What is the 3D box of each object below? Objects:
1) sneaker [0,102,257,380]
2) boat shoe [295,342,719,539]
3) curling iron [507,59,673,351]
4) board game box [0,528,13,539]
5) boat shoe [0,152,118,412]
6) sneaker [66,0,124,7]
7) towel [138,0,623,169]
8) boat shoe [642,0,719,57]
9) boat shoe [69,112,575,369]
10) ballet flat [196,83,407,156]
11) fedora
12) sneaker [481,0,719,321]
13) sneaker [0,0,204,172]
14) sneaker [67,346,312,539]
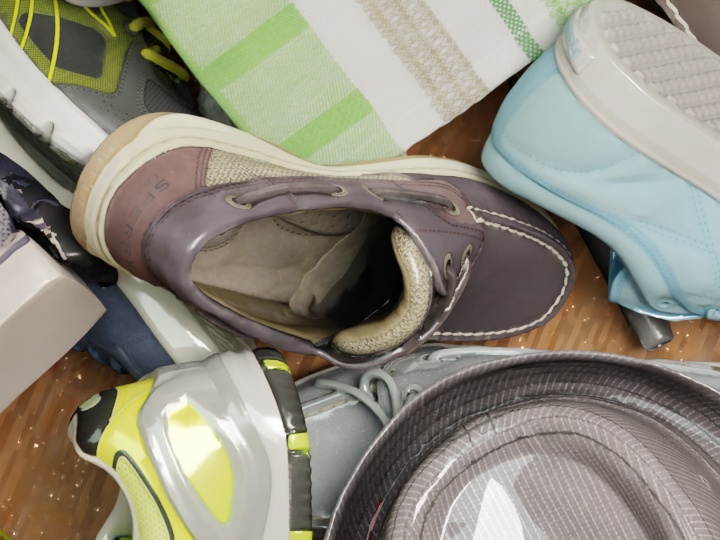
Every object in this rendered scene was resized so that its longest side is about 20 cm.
[{"bbox_3d":[-0.120,0.003,0.826,0.200,0.075,0.085,42,94,15],"label":"sneaker"},{"bbox_3d":[0.055,0.059,0.807,0.201,0.065,0.075,0,82,4],"label":"boat shoe"},{"bbox_3d":[0.057,-0.061,0.840,0.049,0.026,0.201,-24,85,-42],"label":"curling iron"},{"bbox_3d":[-0.185,0.106,0.824,0.200,0.048,0.102,42,87,8],"label":"board game box"},{"bbox_3d":[-0.178,0.032,0.768,0.200,0.075,0.093,-41,71,-2],"label":"boat shoe"},{"bbox_3d":[-0.037,-0.181,0.785,0.199,0.073,0.112,-28,69,-6],"label":"sneaker"},{"bbox_3d":[0.023,-0.125,0.751,0.200,0.031,0.149,-33,124,6],"label":"towel"},{"bbox_3d":[0.090,-0.137,0.832,0.059,0.072,0.200,-32,88,19],"label":"boat shoe"},{"bbox_3d":[0.000,0.000,0.763,0.072,0.200,0.065,-59,45,18],"label":"boat shoe"},{"bbox_3d":[-0.032,-0.074,0.831,0.072,0.072,0.201,-20,82,0],"label":"ballet flat"},{"bbox_3d":[0.071,0.117,0.722,0.176,0.090,0.201,-20,79,4],"label":"fedora"},{"bbox_3d":[0.127,-0.012,0.805,0.200,0.074,0.082,36,125,-17],"label":"sneaker"},{"bbox_3d":[-0.099,-0.095,0.818,0.200,0.074,0.085,43,91,18],"label":"sneaker"},{"bbox_3d":[-0.057,0.122,0.779,0.076,0.075,0.201,-4,104,-10],"label":"sneaker"}]
